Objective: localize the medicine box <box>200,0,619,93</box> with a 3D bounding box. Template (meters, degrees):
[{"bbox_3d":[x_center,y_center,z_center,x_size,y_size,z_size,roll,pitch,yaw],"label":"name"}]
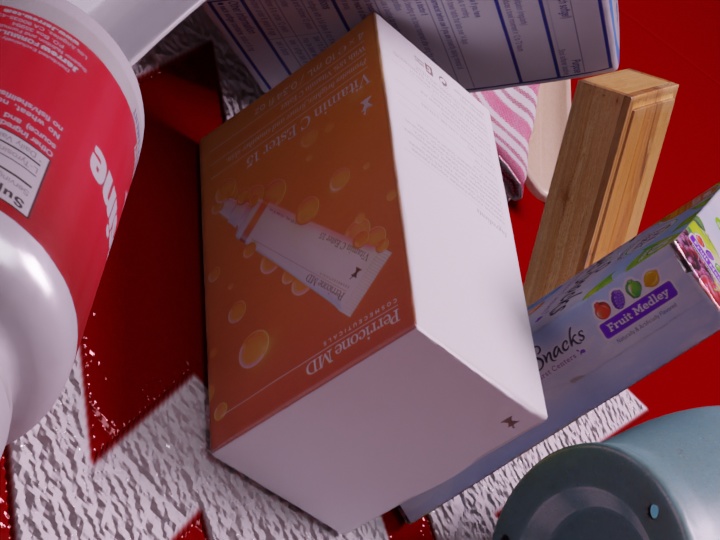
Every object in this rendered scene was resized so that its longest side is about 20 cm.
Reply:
[{"bbox_3d":[0.028,-0.165,0.956,0.182,0.198,0.104,52,32,-73],"label":"medicine box"}]

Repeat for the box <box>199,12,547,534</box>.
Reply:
[{"bbox_3d":[0.000,0.000,0.891,0.097,0.124,0.201,35,34,-38],"label":"box"}]

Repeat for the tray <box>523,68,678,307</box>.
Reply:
[{"bbox_3d":[0.130,-0.011,1.076,0.037,0.202,0.098,19,16,20],"label":"tray"}]

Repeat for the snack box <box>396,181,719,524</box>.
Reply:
[{"bbox_3d":[0.107,0.039,0.950,0.053,0.199,0.142,54,26,-1],"label":"snack box"}]

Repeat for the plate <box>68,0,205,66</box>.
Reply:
[{"bbox_3d":[-0.150,-0.180,0.818,0.200,0.032,0.200,-45,107,-22],"label":"plate"}]

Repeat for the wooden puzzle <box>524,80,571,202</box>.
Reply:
[{"bbox_3d":[0.075,-0.164,1.255,0.200,0.046,0.187,44,36,-38],"label":"wooden puzzle"}]

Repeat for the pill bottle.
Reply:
[{"bbox_3d":[-0.146,-0.008,0.657,0.112,0.112,0.201,45,30,-25],"label":"pill bottle"}]

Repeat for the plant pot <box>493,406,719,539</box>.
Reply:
[{"bbox_3d":[0.171,0.161,0.948,0.187,0.200,0.202,8,53,-41],"label":"plant pot"}]

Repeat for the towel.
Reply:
[{"bbox_3d":[0.075,-0.154,1.167,0.147,0.030,0.201,54,31,-28],"label":"towel"}]
